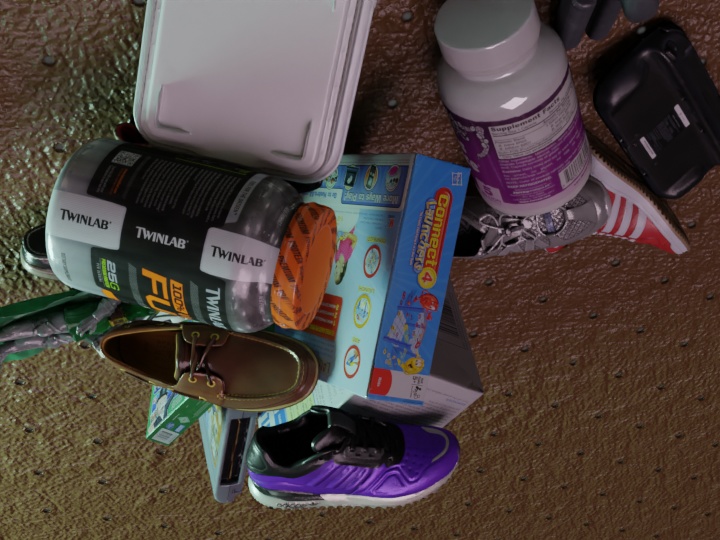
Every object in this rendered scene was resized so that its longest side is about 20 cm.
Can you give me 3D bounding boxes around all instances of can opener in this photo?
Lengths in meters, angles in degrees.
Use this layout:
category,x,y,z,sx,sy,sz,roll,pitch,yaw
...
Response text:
category,x,y,z,sx,sy,sz,roll,pitch,yaw
can opener,0.190,-0.204,0.821,0.053,0.067,0.200,-17,173,2

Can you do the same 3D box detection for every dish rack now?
category,x,y,z,sx,sy,sz,roll,pitch,yaw
dish rack,-0.083,-0.168,0.783,0.171,0.044,0.201,13,111,0

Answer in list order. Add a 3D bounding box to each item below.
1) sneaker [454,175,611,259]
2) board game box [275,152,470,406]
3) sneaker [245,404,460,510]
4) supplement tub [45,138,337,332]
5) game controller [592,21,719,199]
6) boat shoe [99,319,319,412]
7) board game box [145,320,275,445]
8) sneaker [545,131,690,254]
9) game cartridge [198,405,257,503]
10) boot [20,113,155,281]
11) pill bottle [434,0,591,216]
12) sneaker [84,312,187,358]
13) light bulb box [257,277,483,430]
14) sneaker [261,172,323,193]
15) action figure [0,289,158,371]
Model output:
category,x,y,z,sx,sy,sz,roll,pitch,yaw
sneaker,0.141,-0.039,1.000,0.200,0.082,0.075,-12,110,28
board game box,0.000,0.000,0.907,0.056,0.200,0.196,11,90,-29
sneaker,-0.007,0.162,0.947,0.199,0.070,0.100,-7,134,-3
supplement tub,-0.126,-0.024,0.804,0.199,0.123,0.123,14,141,13
game controller,0.294,-0.146,1.001,0.104,0.042,0.200,-38,134,12
boat shoe,-0.134,0.080,0.898,0.199,0.072,0.068,6,175,23
board game box,-0.147,0.068,1.035,0.029,0.135,0.200,25,133,-26
sneaker,0.247,-0.052,1.077,0.200,0.071,0.112,33,117,-32
game cartridge,-0.146,0.143,1.136,0.041,0.133,0.200,-7,138,-21
boot,-0.204,-0.067,0.928,0.199,0.073,0.151,-6,140,-15
pill bottle,0.130,-0.147,0.904,0.112,0.112,0.200,-21,139,8
sneaker,-0.214,0.018,1.027,0.200,0.067,0.090,-31,139,22
light bulb box,-0.003,0.088,1.066,0.125,0.199,0.200,23,128,-32
sneaker,-0.054,-0.112,0.874,0.200,0.087,0.074,-51,153,7
action figure,-0.247,0.042,0.956,0.199,0.055,0.118,-20,162,-8
